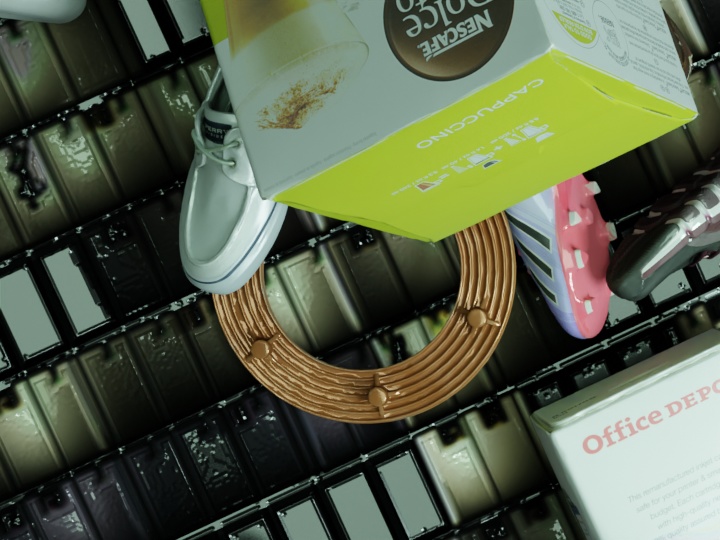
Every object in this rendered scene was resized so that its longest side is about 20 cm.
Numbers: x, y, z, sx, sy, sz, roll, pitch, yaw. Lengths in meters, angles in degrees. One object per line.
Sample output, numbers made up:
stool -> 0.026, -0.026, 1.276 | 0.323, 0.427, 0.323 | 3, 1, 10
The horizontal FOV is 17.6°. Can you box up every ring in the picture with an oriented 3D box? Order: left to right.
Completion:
ring -> 0.000, 0.000, 1.497 | 0.200, 0.019, 0.201 | 0, 93, 9

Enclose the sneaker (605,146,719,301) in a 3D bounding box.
sneaker -> 0.261, -0.024, 1.505 | 0.200, 0.076, 0.116 | -43, 100, -9

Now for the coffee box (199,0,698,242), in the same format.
coffee box -> 0.046, -0.151, 1.367 | 0.200, 0.200, 0.198 | -26, 71, 26

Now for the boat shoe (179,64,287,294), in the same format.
boat shoe -> -0.080, -0.087, 1.474 | 0.073, 0.067, 0.200 | 11, 82, 30

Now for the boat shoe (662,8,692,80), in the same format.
boat shoe -> 0.134, -0.184, 1.491 | 0.200, 0.070, 0.070 | 39, 109, -3

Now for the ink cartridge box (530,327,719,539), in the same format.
ink cartridge box -> 0.218, 0.155, 1.509 | 0.145, 0.088, 0.200 | -26, 96, -4

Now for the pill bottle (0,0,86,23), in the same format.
pill bottle -> -0.215, -0.258, 1.442 | 0.112, 0.112, 0.200 | 7, 92, -5

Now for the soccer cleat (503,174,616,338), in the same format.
soccer cleat -> 0.110, -0.050, 1.511 | 0.076, 0.067, 0.200 | -10, 105, 33
